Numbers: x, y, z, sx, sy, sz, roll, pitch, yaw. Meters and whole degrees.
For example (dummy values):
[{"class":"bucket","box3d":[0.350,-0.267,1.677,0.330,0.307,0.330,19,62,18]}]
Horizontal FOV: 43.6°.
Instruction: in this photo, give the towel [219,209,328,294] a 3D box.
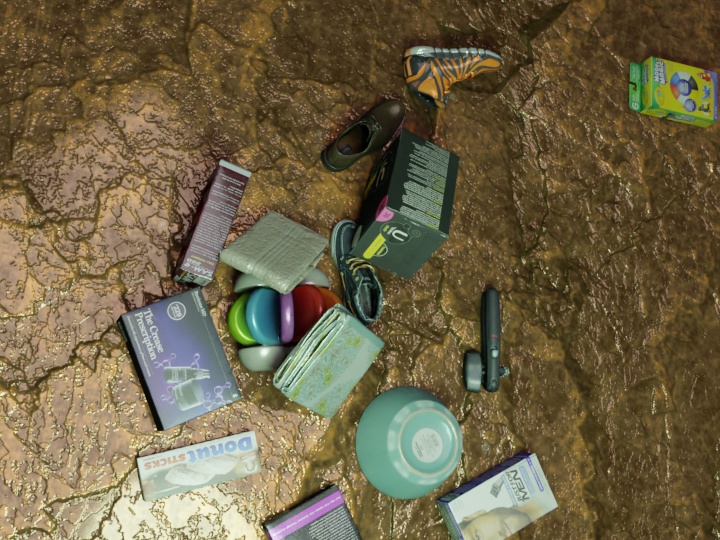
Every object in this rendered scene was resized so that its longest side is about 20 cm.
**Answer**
[{"class":"towel","box3d":[-0.142,-0.033,1.527,0.132,0.035,0.200,26,31,9]}]

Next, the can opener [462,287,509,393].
[{"class":"can opener","box3d":[0.242,0.131,1.687,0.078,0.063,0.202,11,77,-16]}]

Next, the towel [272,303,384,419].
[{"class":"towel","box3d":[-0.049,0.154,1.512,0.048,0.200,0.172,37,87,31]}]

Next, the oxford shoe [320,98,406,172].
[{"class":"oxford shoe","box3d":[0.020,-0.257,1.670,0.073,0.084,0.200,48,68,-4]}]

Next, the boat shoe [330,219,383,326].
[{"class":"boat shoe","box3d":[0.000,0.000,1.611,0.070,0.091,0.202,-8,83,-20]}]

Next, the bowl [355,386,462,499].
[{"class":"bowl","box3d":[0.101,0.302,1.585,0.199,0.105,0.203,4,78,-19]}]

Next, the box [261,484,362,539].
[{"class":"box","box3d":[-0.062,0.489,1.532,0.142,0.036,0.201,-25,88,-21]}]

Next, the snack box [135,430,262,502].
[{"class":"snack box","box3d":[-0.267,0.324,1.495,0.199,0.024,0.072,-10,83,-20]}]

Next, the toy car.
[{"class":"toy car","box3d":[-0.122,0.077,1.523,0.198,0.150,0.177,0,81,-19]}]

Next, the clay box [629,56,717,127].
[{"class":"clay box","box3d":[0.675,-0.387,1.940,0.198,0.048,0.116,8,77,-19]}]

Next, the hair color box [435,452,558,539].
[{"class":"hair color box","box3d":[0.249,0.425,1.637,0.199,0.065,0.110,-24,89,-20]}]

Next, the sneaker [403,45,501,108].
[{"class":"sneaker","box3d":[0.181,-0.373,1.759,0.198,0.078,0.113,-1,85,-8]}]

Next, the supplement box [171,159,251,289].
[{"class":"supplement box","box3d":[-0.254,-0.075,1.528,0.061,0.109,0.201,21,73,-15]}]

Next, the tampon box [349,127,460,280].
[{"class":"tampon box","box3d":[0.080,-0.117,1.597,0.126,0.150,0.201,24,50,-13]}]

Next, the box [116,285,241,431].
[{"class":"box","box3d":[-0.300,0.146,1.490,0.140,0.079,0.201,-21,87,-24]}]
